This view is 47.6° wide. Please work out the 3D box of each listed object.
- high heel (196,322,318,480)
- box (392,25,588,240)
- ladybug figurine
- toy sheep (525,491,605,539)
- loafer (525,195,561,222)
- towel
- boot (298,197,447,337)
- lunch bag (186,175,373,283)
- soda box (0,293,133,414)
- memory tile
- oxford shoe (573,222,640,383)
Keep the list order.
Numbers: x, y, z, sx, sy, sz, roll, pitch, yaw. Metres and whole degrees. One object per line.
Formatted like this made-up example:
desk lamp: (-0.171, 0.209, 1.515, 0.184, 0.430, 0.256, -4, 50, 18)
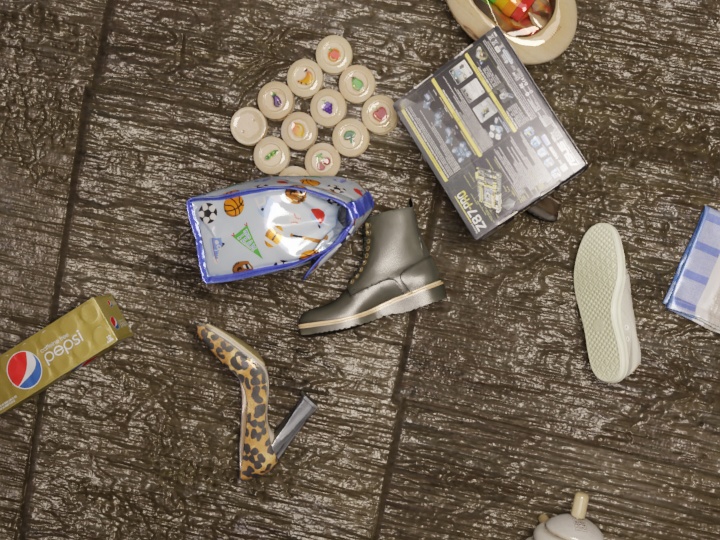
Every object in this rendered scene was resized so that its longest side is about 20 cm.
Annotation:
high heel: (-0.171, 0.176, 1.078, 0.199, 0.071, 0.143, 40, 88, -7)
box: (0.155, -0.163, 0.987, 0.160, 0.049, 0.202, -34, 82, 14)
ladybug figurine: (0.184, -0.344, 1.032, 0.200, 0.072, 0.136, 45, 96, 1)
toy sheep: (0.257, 0.377, 1.026, 0.135, 0.138, 0.204, 6, 93, 4)
loafer: (0.189, -0.144, 1.039, 0.071, 0.073, 0.200, -45, 88, 7)
towel: (0.507, 0.022, 1.048, 0.197, 0.024, 0.149, 24, 93, 3)
boot: (0.000, 0.000, 1.068, 0.196, 0.077, 0.141, -17, 86, -7)
lunch bag: (-0.087, -0.057, 1.005, 0.196, 0.170, 0.126, -11, 99, 10)
soda box: (-0.412, 0.111, 1.100, 0.198, 0.064, 0.068, -31, 90, 4)
memory tile: (-0.062, -0.201, 1.085, 0.199, 0.017, 0.154, -38, 89, 5)
oxford shoe: (0.321, 0.041, 1.049, 0.057, 0.075, 0.204, -1, 83, -37)
